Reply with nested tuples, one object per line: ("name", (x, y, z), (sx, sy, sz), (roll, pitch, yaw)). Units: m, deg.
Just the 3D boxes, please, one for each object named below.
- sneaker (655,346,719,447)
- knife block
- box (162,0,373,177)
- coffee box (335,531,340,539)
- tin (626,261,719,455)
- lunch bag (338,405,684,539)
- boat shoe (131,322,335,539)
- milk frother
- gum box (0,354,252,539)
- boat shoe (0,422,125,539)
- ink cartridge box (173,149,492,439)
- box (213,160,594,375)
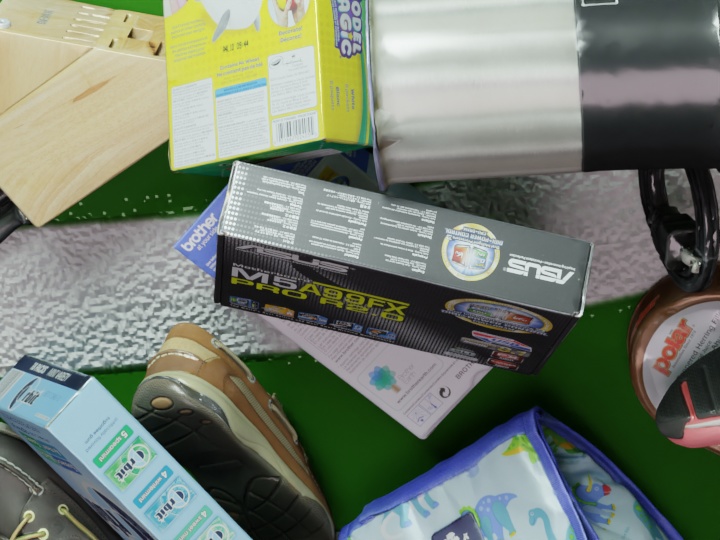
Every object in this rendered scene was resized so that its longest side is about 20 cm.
("sneaker", (0.273, 0.083, 1.301), (0.199, 0.074, 0.087), (-15, 116, 14))
("knife block", (-0.176, -0.069, 1.325), (0.199, 0.064, 0.177), (10, 119, 2))
("box", (-0.054, -0.158, 1.210), (0.117, 0.048, 0.201), (-8, 83, 39))
("coffee box", (-0.024, 0.273, 1.408), (0.080, 0.200, 0.113), (-29, 110, 17))
("tin", (0.257, 0.070, 1.358), (0.199, 0.042, 0.112), (25, 114, -6))
("lunch bag", (0.106, 0.200, 1.402), (0.170, 0.127, 0.200), (-34, 98, 27))
("boat shoe", (-0.069, 0.106, 1.394), (0.075, 0.074, 0.200), (-8, 139, 24))
("milk frother", (0.104, -0.072, 1.215), (0.187, 0.181, 0.201), (-3, 105, 5))
("gum box", (-0.133, 0.141, 1.376), (0.045, 0.170, 0.200), (-47, 108, -13))
("boat shoe", (-0.199, 0.175, 1.458), (0.201, 0.061, 0.072), (41, 116, -14))
("ink cartridge box", (0.000, 0.000, 1.352), (0.200, 0.042, 0.119), (36, 115, -15))
("box", (0.018, 0.002, 1.249), (0.199, 0.160, 0.045), (13, 76, -2))
